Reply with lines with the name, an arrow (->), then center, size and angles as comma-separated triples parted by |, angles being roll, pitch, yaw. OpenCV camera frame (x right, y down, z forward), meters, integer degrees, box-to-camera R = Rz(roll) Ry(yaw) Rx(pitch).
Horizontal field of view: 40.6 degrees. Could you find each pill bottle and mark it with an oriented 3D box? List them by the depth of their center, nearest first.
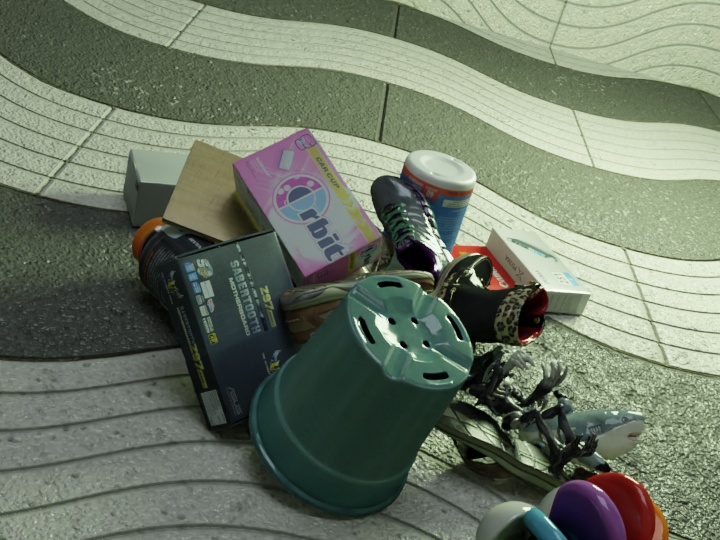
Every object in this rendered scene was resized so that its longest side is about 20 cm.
pill bottle -> -0.217, 0.009, 1.261 | 0.106, 0.107, 0.200 | -13, 41, -43
pill bottle -> 0.094, -0.069, 1.466 | 0.111, 0.201, 0.113 | 13, 28, -7

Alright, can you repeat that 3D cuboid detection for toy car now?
toy car -> 0.229, 0.277, 0.982 | 0.199, 0.151, 0.175 | -5, 35, -34

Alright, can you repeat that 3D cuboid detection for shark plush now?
shark plush -> 0.248, 0.191, 1.219 | 0.199, 0.084, 0.091 | 14, -9, 32

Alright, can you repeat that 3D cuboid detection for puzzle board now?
puzzle board -> -0.149, -0.083, 1.298 | 0.198, 0.017, 0.152 | 21, 49, -9

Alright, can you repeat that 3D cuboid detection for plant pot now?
plant pot -> 0.010, 0.122, 1.037 | 0.199, 0.197, 0.201 | 21, 38, -18

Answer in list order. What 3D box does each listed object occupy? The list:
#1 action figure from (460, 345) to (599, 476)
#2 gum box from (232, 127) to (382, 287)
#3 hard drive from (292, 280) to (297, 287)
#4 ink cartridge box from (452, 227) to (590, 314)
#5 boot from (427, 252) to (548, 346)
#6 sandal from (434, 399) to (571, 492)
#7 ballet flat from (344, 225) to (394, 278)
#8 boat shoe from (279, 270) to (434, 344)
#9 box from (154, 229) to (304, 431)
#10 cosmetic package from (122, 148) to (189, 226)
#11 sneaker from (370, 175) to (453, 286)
action figure -> 0.196, 0.144, 1.156 | 0.118, 0.103, 0.200 | 5, 32, -49
gum box -> -0.073, -0.080, 1.253 | 0.113, 0.066, 0.201 | -28, 69, -16
hard drive -> -0.049, -0.027, 1.365 | 0.139, 0.033, 0.201 | 23, 45, -41
ink cartridge box -> 0.255, -0.003, 1.604 | 0.175, 0.045, 0.200 | 4, 31, -25
boot -> 0.163, 0.037, 1.219 | 0.150, 0.074, 0.200 | 0, 22, 34
sandal -> 0.157, 0.220, 1.150 | 0.200, 0.058, 0.080 | 32, 19, -2
ballet flat -> 0.000, 0.000, 1.307 | 0.067, 0.076, 0.200 | -16, 27, 21
boat shoe -> -0.001, 0.043, 1.175 | 0.198, 0.073, 0.076 | -11, 4, -21
box -> -0.137, 0.065, 1.135 | 0.051, 0.202, 0.157 | -17, 1, 42
cosmetic package -> -0.256, -0.120, 1.497 | 0.198, 0.082, 0.113 | 3, 31, -22
sneaker -> 0.067, -0.056, 1.344 | 0.201, 0.074, 0.087 | 57, 19, 20
